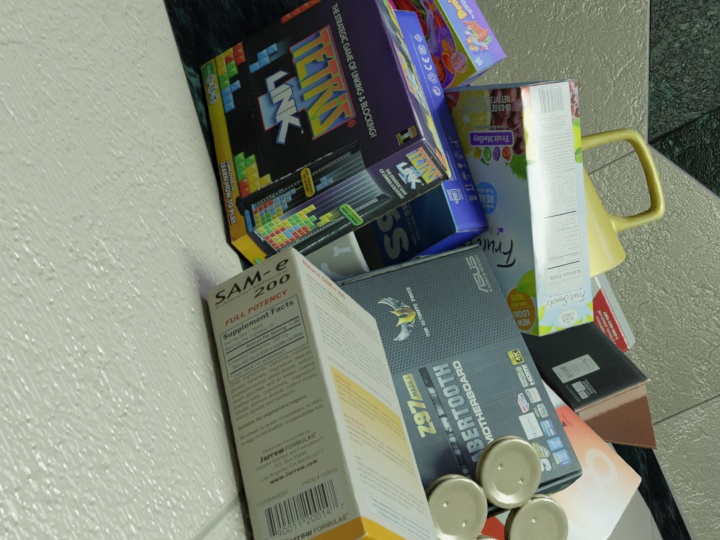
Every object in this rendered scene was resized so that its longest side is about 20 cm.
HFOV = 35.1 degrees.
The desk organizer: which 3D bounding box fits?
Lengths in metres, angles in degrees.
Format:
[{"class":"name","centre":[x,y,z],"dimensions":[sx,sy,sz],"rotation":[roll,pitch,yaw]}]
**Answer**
[{"class":"desk organizer","centre":[0.194,0.095,1.051],"dimensions":[0.200,0.071,0.078],"rotation":[-122,-167,-61]}]

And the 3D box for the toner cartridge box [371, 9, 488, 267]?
[{"class":"toner cartridge box","centre":[0.035,-0.110,0.977],"dimensions":[0.043,0.095,0.203],"rotation":[-7,74,-43]}]

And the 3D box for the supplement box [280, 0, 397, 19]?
[{"class":"supplement box","centre":[0.015,-0.183,1.136],"dimensions":[0.202,0.103,0.101],"rotation":[60,16,-3]}]

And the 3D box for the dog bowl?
[{"class":"dog bowl","centre":[0.000,0.000,1.017],"dimensions":[0.201,0.058,0.201],"rotation":[56,16,-25]}]

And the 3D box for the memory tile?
[{"class":"memory tile","centre":[0.094,0.230,0.802],"dimensions":[0.202,0.152,0.017],"rotation":[63,-18,-15]}]

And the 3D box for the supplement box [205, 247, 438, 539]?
[{"class":"supplement box","centre":[-0.023,0.104,0.729],"dimensions":[0.126,0.073,0.202],"rotation":[43,25,-52]}]

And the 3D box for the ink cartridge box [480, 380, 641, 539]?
[{"class":"ink cartridge box","centre":[0.115,0.172,0.884],"dimensions":[0.162,0.050,0.200],"rotation":[44,43,4]}]

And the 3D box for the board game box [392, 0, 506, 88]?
[{"class":"board game box","centre":[0.054,-0.238,1.212],"dimensions":[0.045,0.200,0.136],"rotation":[-30,90,-31]}]

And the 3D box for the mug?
[{"class":"mug","centre":[0.177,-0.067,1.106],"dimensions":[0.149,0.185,0.155],"rotation":[-12,-83,64]}]

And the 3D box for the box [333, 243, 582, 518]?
[{"class":"box","centre":[0.056,0.092,0.861],"dimensions":[0.051,0.156,0.202],"rotation":[113,-41,-60]}]

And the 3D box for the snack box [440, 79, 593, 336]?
[{"class":"snack box","centre":[0.117,-0.057,0.981],"dimensions":[0.168,0.067,0.203],"rotation":[9,-71,59]}]

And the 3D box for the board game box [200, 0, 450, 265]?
[{"class":"board game box","centre":[-0.034,-0.118,0.886],"dimensions":[0.057,0.164,0.202],"rotation":[44,23,-48]}]

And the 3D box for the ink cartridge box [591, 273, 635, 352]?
[{"class":"ink cartridge box","centre":[0.191,0.062,1.302],"dimensions":[0.146,0.198,0.084],"rotation":[65,19,6]}]
